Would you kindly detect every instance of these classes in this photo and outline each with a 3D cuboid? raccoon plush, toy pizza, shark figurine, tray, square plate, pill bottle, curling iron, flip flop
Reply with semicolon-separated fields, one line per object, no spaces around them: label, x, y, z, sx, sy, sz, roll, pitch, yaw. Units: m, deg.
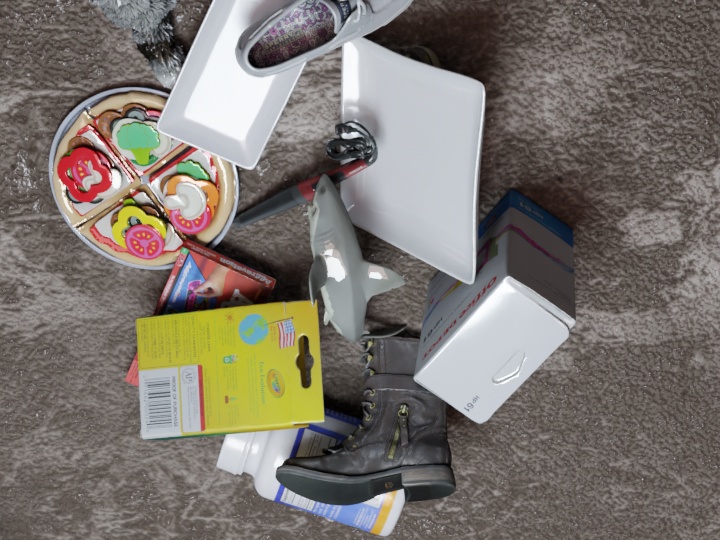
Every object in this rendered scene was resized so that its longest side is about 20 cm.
raccoon plush;-0.208;-0.247;1.365;0.097;0.134;0.200;-28;109;19
toy pizza;-0.223;-0.088;1.501;0.200;0.032;0.201;4;116;7
shark figurine;0.003;0.022;1.451;0.089;0.128;0.215;-7;134;9
tray;-0.112;-0.202;1.428;0.107;0.022;0.200;23;114;-14
square plate;0.051;-0.111;1.400;0.200;0.028;0.199;29;127;44
pill bottle;-0.047;0.203;1.580;0.200;0.112;0.112;18;117;-1
curling iron;-0.057;-0.089;1.466;0.200;0.026;0.050;-32;86;37
flip flop;0.079;-0.120;1.433;0.081;0.057;0.200;6;110;52

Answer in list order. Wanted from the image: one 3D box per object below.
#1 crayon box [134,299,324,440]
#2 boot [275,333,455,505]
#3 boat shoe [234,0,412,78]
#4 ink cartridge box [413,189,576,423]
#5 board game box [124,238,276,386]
crayon box;-0.126;0.102;1.495;0.200;0.051;0.127;-6;81;18
boot;0.012;0.148;1.521;0.199;0.174;0.069;1;152;-5
boat shoe;-0.026;-0.240;1.360;0.200;0.069;0.072;-24;105;-1
ink cartridge box;0.131;0.031;1.421;0.085;0.200;0.145;34;115;-11
board game box;-0.172;0.065;1.565;0.103;0.019;0.200;24;125;-6
